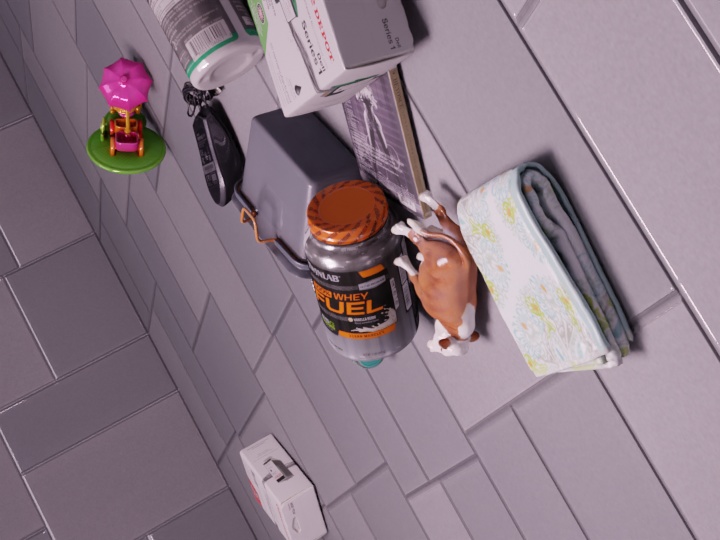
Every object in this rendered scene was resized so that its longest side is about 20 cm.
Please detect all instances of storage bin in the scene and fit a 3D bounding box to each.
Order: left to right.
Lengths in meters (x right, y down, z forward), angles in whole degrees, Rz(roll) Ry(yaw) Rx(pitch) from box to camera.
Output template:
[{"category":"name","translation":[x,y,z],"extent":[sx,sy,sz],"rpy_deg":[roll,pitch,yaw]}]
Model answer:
[{"category":"storage bin","translation":[-0.081,-0.109,1.546],"extent":[0.200,0.144,0.136],"rpy_deg":[48,146,37]}]

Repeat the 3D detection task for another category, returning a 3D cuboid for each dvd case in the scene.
[{"category":"dvd case","translation":[0.019,-0.169,1.372],"extent":[0.148,0.016,0.202],"rpy_deg":[37,148,55]}]

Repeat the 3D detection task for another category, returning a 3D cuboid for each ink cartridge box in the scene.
[{"category":"ink cartridge box","translation":[-0.161,0.463,2.544],"extent":[0.200,0.082,0.148],"rpy_deg":[41,152,49]},{"category":"ink cartridge box","translation":[-0.036,-0.259,1.262],"extent":[0.200,0.083,0.148],"rpy_deg":[-19,89,69]}]

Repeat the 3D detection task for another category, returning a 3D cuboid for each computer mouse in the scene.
[{"category":"computer mouse","translation":[-0.222,-0.204,1.913],"extent":[0.138,0.052,0.203],"rpy_deg":[7,110,66]}]

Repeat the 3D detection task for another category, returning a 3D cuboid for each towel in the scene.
[{"category":"towel","translation":[0.167,0.005,1.160],"extent":[0.202,0.048,0.171],"rpy_deg":[64,160,0]}]

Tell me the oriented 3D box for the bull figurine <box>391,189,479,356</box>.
[{"category":"bull figurine","translation":[0.088,0.008,1.340],"extent":[0.122,0.065,0.201],"rpy_deg":[49,156,27]}]

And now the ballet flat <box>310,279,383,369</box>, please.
[{"category":"ballet flat","translation":[-0.023,0.040,1.680],"extent":[0.074,0.073,0.203],"rpy_deg":[11,122,66]}]

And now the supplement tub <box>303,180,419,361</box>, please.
[{"category":"supplement tub","translation":[0.000,0.000,1.466],"extent":[0.122,0.121,0.202],"rpy_deg":[42,155,45]}]

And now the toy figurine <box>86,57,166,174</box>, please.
[{"category":"toy figurine","translation":[-0.430,-0.313,2.248],"extent":[0.202,0.147,0.186],"rpy_deg":[-102,18,-47]}]

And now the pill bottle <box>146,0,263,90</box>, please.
[{"category":"pill bottle","translation":[-0.217,-0.351,1.605],"extent":[0.202,0.112,0.113],"rpy_deg":[61,161,8]}]
